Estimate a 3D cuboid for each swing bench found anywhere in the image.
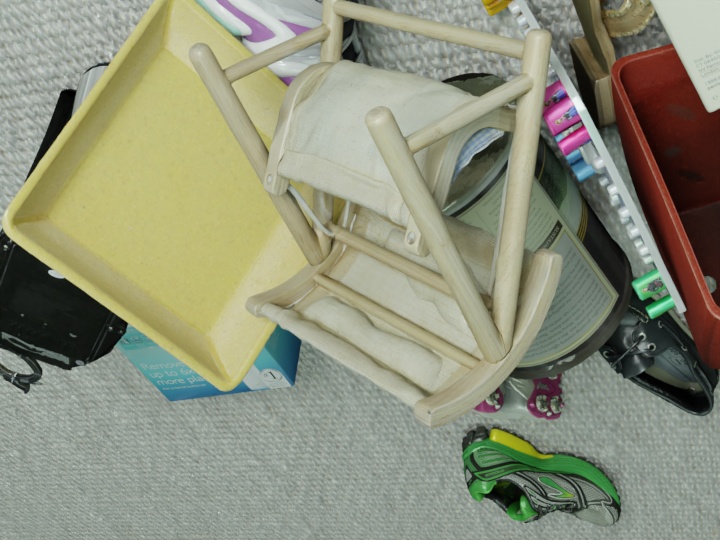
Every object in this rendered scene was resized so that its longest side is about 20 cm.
[{"bbox_3d":[0.013,-0.046,0.677,0.198,0.129,0.203,27,137,46],"label":"swing bench"}]

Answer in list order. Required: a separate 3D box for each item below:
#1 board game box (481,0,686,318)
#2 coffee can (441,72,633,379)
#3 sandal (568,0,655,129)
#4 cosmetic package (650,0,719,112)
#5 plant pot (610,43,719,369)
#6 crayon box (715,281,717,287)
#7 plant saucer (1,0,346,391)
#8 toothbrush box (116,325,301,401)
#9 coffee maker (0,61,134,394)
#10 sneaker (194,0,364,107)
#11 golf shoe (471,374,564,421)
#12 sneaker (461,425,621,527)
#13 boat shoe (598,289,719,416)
[{"bbox_3d":[0.145,-0.091,0.749,0.026,0.202,0.201,-28,130,12],"label":"board game box"},{"bbox_3d":[0.107,-0.031,0.866,0.145,0.148,0.200,-19,132,30],"label":"coffee can"},{"bbox_3d":[0.176,-0.188,0.746,0.069,0.078,0.213,-20,141,4],"label":"sandal"},{"bbox_3d":[0.194,-0.209,0.644,0.072,0.104,0.201,-21,118,29],"label":"cosmetic package"},{"bbox_3d":[0.292,-0.039,0.768,0.196,0.203,0.177,-15,151,1],"label":"plant pot"},{"bbox_3d":[0.338,0.059,0.945,0.057,0.120,0.202,-5,137,17],"label":"crayon box"},{"bbox_3d":[-0.118,-0.054,0.769,0.199,0.202,0.048,39,164,-26],"label":"plant saucer"},{"bbox_3d":[-0.158,0.030,1.032,0.144,0.086,0.201,-8,140,20],"label":"toothbrush box"},{"bbox_3d":[-0.228,-0.040,0.884,0.190,0.202,0.134,-25,127,34],"label":"coffee maker"},{"bbox_3d":[-0.016,-0.177,0.777,0.139,0.079,0.199,-26,129,36],"label":"sneaker"},{"bbox_3d":[0.109,0.110,1.067,0.198,0.077,0.091,23,152,-37],"label":"golf shoe"},{"bbox_3d":[0.197,0.248,1.218,0.197,0.086,0.078,20,139,-13],"label":"sneaker"},{"bbox_3d":[0.260,0.074,1.019,0.198,0.067,0.074,37,133,-28],"label":"boat shoe"}]
